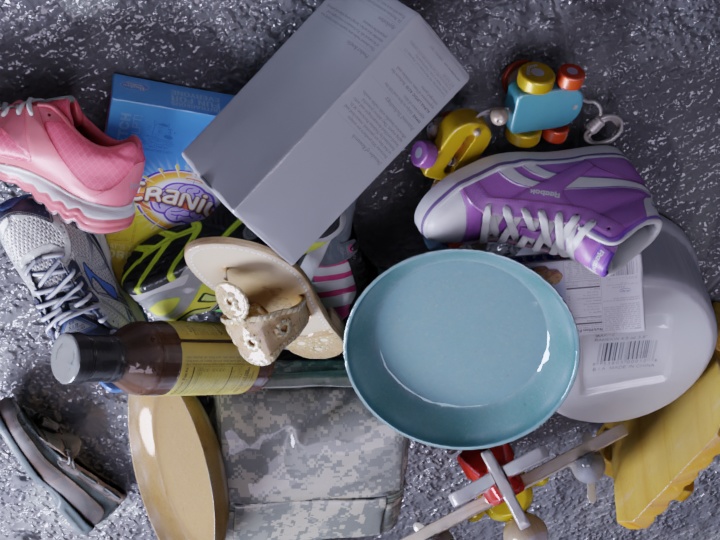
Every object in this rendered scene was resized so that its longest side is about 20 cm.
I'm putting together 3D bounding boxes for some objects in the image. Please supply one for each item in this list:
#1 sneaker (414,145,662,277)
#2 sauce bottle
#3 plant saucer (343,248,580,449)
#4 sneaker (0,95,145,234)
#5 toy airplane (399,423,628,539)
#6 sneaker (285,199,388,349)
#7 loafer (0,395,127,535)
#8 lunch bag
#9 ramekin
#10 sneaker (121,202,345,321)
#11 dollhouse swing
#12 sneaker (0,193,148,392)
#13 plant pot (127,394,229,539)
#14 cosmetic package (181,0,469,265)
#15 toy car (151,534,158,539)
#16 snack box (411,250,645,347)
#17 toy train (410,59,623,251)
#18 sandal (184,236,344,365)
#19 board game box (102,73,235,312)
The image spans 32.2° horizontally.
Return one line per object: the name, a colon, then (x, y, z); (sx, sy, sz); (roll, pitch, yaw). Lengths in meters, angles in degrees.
sneaker: (0.152, -0.039, 1.022); (0.200, 0.115, 0.073); (-13, 141, -11)
sauce bottle: (-0.161, 0.071, 1.031); (0.200, 0.065, 0.065); (7, 131, -47)
plant saucer: (0.086, 0.062, 1.066); (0.199, 0.036, 0.201); (2, 118, 4)
sneaker: (-0.258, -0.109, 0.980); (0.200, 0.074, 0.087); (25, 112, -4)
toy airplane: (0.142, 0.216, 1.200); (0.200, 0.199, 0.142); (-21, 99, 44)
sneaker: (0.000, 0.000, 1.104); (0.120, 0.084, 0.200); (10, 130, -13)
loafer: (-0.294, 0.181, 1.223); (0.063, 0.072, 0.200); (-31, 135, -9)
lunch bag: (-0.048, 0.156, 1.181); (0.199, 0.140, 0.168); (0, 134, -7)
ramekin: (0.234, 0.049, 1.170); (0.200, 0.098, 0.201); (-4, 129, -5)
sneaker: (-0.099, -0.014, 1.042); (0.199, 0.076, 0.076); (-19, 136, 19)
dollhouse swing: (0.351, 0.169, 1.232); (0.181, 0.176, 0.200); (22, 121, -23)
sneaker: (-0.233, 0.023, 1.034); (0.077, 0.085, 0.200); (-24, 127, 11)
plant pot: (-0.168, 0.183, 1.163); (0.027, 0.200, 0.201); (-12, 133, -30)
cosmetic package: (-0.029, -0.117, 0.951); (0.200, 0.113, 0.081); (-46, 130, 4)
toy car: (-0.150, 0.372, 1.329); (0.199, 0.150, 0.176); (1, 127, -9)
snack box: (0.142, 0.024, 1.077); (0.199, 0.024, 0.072); (-5, 111, 9)
toy train: (0.116, -0.103, 1.066); (0.200, 0.056, 0.150); (-36, 139, 13)
sandal: (-0.068, 0.047, 1.005); (0.077, 0.070, 0.212); (-12, 151, 21)
board game box: (-0.151, -0.059, 1.063); (0.152, 0.040, 0.201); (8, 126, -14)
